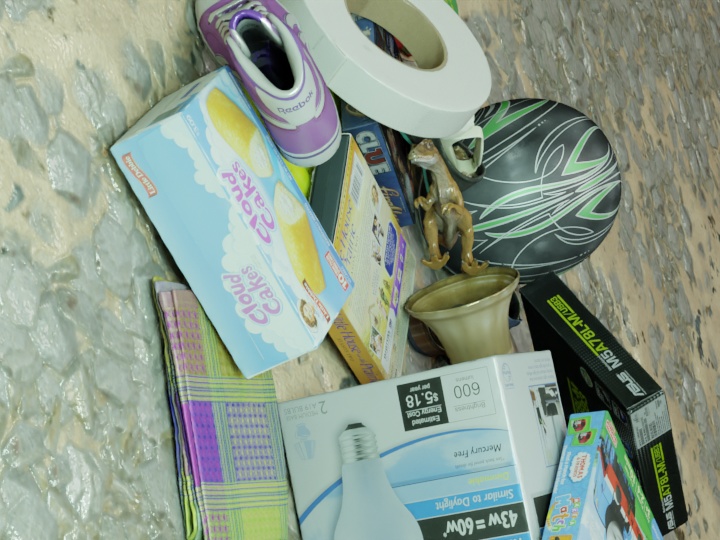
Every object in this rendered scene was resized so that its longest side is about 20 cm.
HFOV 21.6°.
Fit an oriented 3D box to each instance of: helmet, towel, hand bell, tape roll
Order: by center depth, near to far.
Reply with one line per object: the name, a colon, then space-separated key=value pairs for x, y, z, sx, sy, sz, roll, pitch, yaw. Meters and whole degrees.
towel: x=-0.100 y=0.104 z=1.383 sx=0.144 sy=0.023 sz=0.200 roll=9 pitch=70 yaw=-65
tape roll: x=0.021 y=-0.196 z=1.602 sx=0.203 sy=0.037 sz=0.203 roll=26 pitch=36 yaw=-21
hand bell: x=0.116 y=0.108 z=1.666 sx=0.104 sy=0.104 sz=0.200 roll=-47 pitch=123 yaw=-62
helmet: x=0.157 y=-0.077 z=1.859 sx=0.191 sy=0.200 sz=0.200 roll=-76 pitch=147 yaw=-76

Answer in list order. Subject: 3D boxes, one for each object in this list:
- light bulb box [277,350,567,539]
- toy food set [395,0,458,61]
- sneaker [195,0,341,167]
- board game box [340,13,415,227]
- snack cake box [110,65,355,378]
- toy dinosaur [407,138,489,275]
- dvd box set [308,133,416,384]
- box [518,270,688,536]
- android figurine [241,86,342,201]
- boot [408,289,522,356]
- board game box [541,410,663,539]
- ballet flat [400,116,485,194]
light bulb box: x=0.061 y=0.179 z=1.473 sx=0.125 sy=0.198 sz=0.200 roll=0 pitch=77 yaw=-63
toy food set: x=0.033 y=-0.306 z=1.865 sx=0.200 sy=0.049 sz=0.198 roll=69 pitch=25 yaw=-12
sneaker: x=-0.079 y=-0.182 z=1.433 sx=0.200 sy=0.073 sz=0.114 roll=54 pitch=-4 yaw=35
board game box: x=0.014 y=-0.155 z=1.695 sx=0.136 sy=0.035 sz=0.200 roll=67 pitch=15 yaw=-48
snack cake box: x=-0.091 y=-0.037 z=1.389 sx=0.200 sy=0.067 sz=0.115 roll=60 pitch=22 yaw=-15
toy dinosaur: x=0.081 y=-0.043 z=1.686 sx=0.200 sy=0.060 sz=0.106 roll=78 pitch=6 yaw=-59
dvd box set: x=0.000 y=0.000 z=1.590 sx=0.200 sy=0.029 sz=0.146 roll=59 pitch=33 yaw=-54
box: x=0.229 y=0.128 z=1.776 sx=0.193 sy=0.048 sz=0.200 roll=48 pitch=-17 yaw=43
android figurine: x=-0.059 y=-0.140 z=1.589 sx=0.200 sy=0.041 sz=0.182 roll=60 pitch=29 yaw=-35
boot: x=0.125 y=0.051 z=1.805 sx=0.200 sy=0.097 sz=0.075 roll=8 pitch=70 yaw=-64
board game box: x=0.180 y=0.229 z=1.422 sx=0.151 sy=0.037 sz=0.200 roll=63 pitch=31 yaw=-32
ballet flat: x=0.072 y=-0.130 z=1.697 sx=0.200 sy=0.068 sz=0.068 roll=58 pitch=22 yaw=-63
